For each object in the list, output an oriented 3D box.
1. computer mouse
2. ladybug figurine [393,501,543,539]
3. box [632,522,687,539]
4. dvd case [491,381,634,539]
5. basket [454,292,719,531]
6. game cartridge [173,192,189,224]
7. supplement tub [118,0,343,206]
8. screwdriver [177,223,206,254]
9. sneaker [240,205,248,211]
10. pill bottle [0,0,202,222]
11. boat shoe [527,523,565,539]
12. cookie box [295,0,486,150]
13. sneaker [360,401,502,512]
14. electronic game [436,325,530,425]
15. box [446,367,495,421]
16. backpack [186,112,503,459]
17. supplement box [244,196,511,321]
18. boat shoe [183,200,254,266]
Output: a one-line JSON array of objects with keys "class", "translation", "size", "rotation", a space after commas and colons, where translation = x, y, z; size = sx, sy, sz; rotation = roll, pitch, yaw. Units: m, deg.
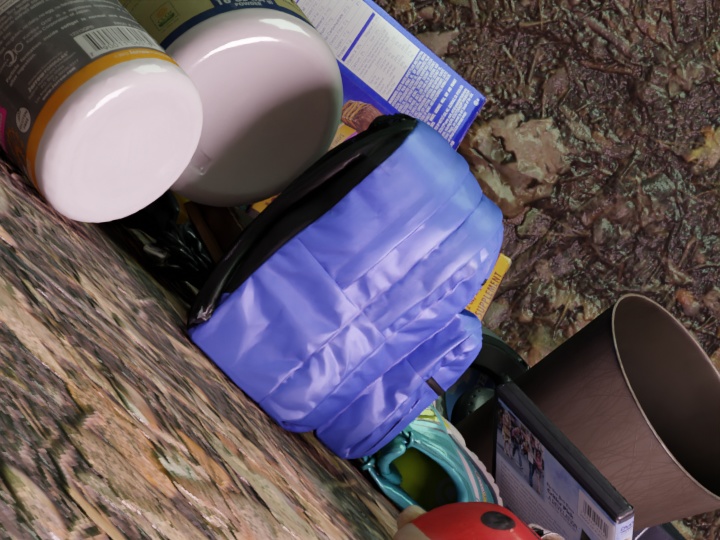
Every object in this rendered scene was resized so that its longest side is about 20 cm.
[{"class": "computer mouse", "translation": [-0.172, -0.066, 1.497], "size": [0.201, 0.053, 0.138], "rotation": [58, 3, 9]}, {"class": "ladybug figurine", "translation": [0.101, 0.203, 1.229], "size": [0.200, 0.072, 0.136], "rotation": [45, 3, 2]}, {"class": "box", "translation": [0.204, 0.237, 1.878], "size": [0.200, 0.117, 0.197], "rotation": [41, 5, -47]}, {"class": "dvd case", "translation": [0.136, 0.189, 1.493], "size": [0.143, 0.017, 0.201], "rotation": [48, -28, 39]}, {"class": "basket", "translation": [0.164, 0.135, 1.603], "size": [0.181, 0.199, 0.136], "rotation": [49, 34, -16]}, {"class": "game cartridge", "translation": [-0.200, -0.097, 1.754], "size": [0.176, 0.032, 0.200], "rotation": [45, 5, 0]}, {"class": "supplement tub", "translation": [-0.109, -0.151, 1.468], "size": [0.144, 0.144, 0.200], "rotation": [42, 9, -41]}, {"class": "screwdriver", "translation": [-0.169, -0.055, 1.578], "size": [0.200, 0.028, 0.029], "rotation": [44, -28, -6]}, {"class": "sneaker", "translation": [-0.061, -0.024, 1.816], "size": [0.201, 0.089, 0.078], "rotation": [64, -5, -22]}, {"class": "pill bottle", "translation": [-0.194, -0.130, 1.341], "size": [0.200, 0.116, 0.116], "rotation": [46, 3, 34]}, {"class": "boat shoe", "translation": [0.116, 0.199, 1.403], "size": [0.073, 0.061, 0.200], "rotation": [21, 8, 0]}, {"class": "cookie box", "translation": [-0.032, -0.141, 1.664], "size": [0.200, 0.075, 0.171], "rotation": [39, -32, -11]}, {"class": "sneaker", "translation": [0.023, 0.112, 1.495], "size": [0.200, 0.078, 0.080], "rotation": [46, 11, 17]}, {"class": "electronic game", "translation": [0.103, 0.134, 1.740], "size": [0.199, 0.041, 0.201], "rotation": [31, 46, -38]}, {"class": "box", "translation": [0.037, 0.070, 1.770], "size": [0.047, 0.123, 0.200], "rotation": [-5, -39, 47]}, {"class": "backpack", "translation": [0.005, 0.007, 1.393], "size": [0.168, 0.200, 0.163], "rotation": [44, 2, -11]}, {"class": "supplement box", "translation": [0.000, 0.000, 1.657], "size": [0.199, 0.111, 0.086], "rotation": [30, -32, -2]}, {"class": "boat shoe", "translation": [-0.061, -0.001, 1.528], "size": [0.071, 0.070, 0.200], "rotation": [63, 3, 36]}]
